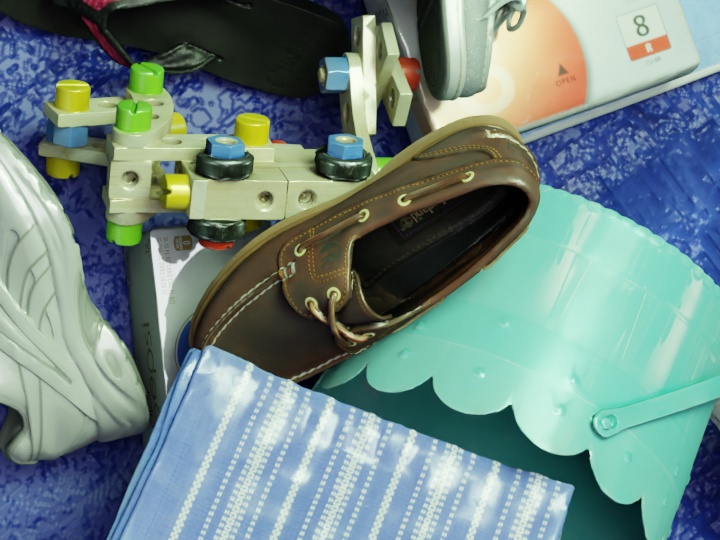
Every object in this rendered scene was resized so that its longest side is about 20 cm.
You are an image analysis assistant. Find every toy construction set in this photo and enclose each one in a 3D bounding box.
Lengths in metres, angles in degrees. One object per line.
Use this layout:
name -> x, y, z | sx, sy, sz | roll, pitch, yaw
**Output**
toy construction set -> -0.058, -0.063, 1.499 | 0.200, 0.131, 0.092 | -14, 115, -11

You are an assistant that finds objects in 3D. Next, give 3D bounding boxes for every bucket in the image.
bucket -> 0.089, 0.055, 1.510 | 0.207, 0.207, 0.135 | 33, 70, -12

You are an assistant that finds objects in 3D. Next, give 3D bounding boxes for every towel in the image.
towel -> -0.010, 0.122, 1.381 | 0.200, 0.024, 0.145 | 21, 53, 3

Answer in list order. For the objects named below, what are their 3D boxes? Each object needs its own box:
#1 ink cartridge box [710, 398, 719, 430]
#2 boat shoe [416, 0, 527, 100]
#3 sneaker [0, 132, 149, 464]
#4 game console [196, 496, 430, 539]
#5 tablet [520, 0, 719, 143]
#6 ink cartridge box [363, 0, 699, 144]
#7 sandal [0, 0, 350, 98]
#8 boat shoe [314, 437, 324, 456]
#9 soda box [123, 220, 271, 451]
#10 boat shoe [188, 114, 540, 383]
ink cartridge box -> 0.318, 0.059, 1.568 | 0.200, 0.147, 0.146 | -40, 98, -37
boat shoe -> 0.069, -0.179, 1.533 | 0.065, 0.074, 0.202 | 10, 63, -4
sneaker -> -0.183, 0.015, 1.478 | 0.099, 0.078, 0.200 | -27, 109, -10
game console -> -0.013, 0.212, 1.453 | 0.171, 0.200, 0.118 | -2, 52, -16
tablet -> 0.126, -0.152, 1.628 | 0.200, 0.014, 0.130 | -21, 92, -17
ink cartridge box -> 0.077, -0.176, 1.584 | 0.162, 0.050, 0.200 | -20, 94, -17
sandal -> -0.098, -0.131, 1.528 | 0.200, 0.075, 0.045 | 16, 37, -17
boat shoe -> 0.010, 0.133, 1.500 | 0.201, 0.071, 0.070 | 40, 52, -46
soda box -> -0.075, 0.076, 1.528 | 0.068, 0.064, 0.200 | -5, 89, -18
boat shoe -> 0.000, 0.000, 1.428 | 0.200, 0.070, 0.070 | -38, 119, 13
